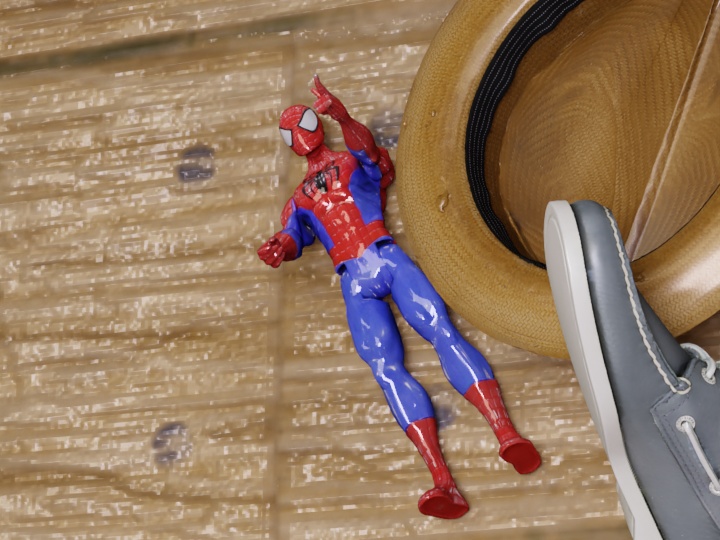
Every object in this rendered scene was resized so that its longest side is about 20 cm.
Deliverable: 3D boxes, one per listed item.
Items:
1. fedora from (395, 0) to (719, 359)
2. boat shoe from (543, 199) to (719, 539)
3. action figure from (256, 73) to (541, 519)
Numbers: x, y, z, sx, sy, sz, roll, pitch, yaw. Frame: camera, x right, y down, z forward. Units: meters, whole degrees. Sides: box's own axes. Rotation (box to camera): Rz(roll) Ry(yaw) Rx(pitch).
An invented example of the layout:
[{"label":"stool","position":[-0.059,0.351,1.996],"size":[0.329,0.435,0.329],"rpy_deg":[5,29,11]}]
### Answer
[{"label":"fedora","position":[0.113,-0.052,1.120],"size":[0.200,0.082,0.201],"rpy_deg":[-8,70,22]},{"label":"boat shoe","position":[0.119,0.052,1.039],"size":[0.062,0.200,0.073],"rpy_deg":[-19,27,3]},{"label":"action figure","position":[0.000,0.000,1.151],"size":[0.065,0.099,0.200],"rpy_deg":[-33,60,11]}]
